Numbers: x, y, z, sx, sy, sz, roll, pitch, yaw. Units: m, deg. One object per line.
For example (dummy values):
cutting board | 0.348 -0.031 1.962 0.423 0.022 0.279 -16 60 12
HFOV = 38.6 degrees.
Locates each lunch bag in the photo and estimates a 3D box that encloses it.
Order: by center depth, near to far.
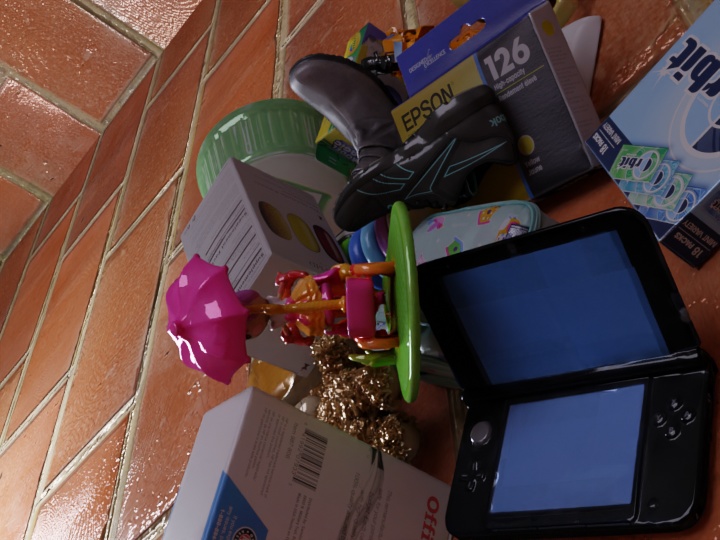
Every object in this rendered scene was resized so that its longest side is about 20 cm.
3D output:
lunch bag | 0.094 0.026 0.877 0.200 0.077 0.161 -3 58 61

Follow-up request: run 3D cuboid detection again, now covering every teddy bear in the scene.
teddy bear | -0.010 0.130 0.918 0.067 0.145 0.200 -21 17 -25

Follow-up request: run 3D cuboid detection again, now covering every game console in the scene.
game console | 0.119 0.077 0.688 0.200 0.118 0.171 -17 45 43

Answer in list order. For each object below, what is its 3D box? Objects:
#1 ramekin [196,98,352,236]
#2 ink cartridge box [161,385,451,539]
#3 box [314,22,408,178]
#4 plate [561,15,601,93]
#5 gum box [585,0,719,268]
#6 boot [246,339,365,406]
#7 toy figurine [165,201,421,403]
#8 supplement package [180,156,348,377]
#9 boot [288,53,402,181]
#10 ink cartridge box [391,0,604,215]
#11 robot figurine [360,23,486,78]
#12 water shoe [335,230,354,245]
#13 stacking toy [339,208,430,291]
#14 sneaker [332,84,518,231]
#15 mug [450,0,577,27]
ramekin | -0.097 -0.098 1.249 0.200 0.200 0.098 -46 34 24
ink cartridge box | -0.037 0.200 0.774 0.084 0.200 0.145 -32 35 49
box | 0.020 -0.185 1.216 0.048 0.117 0.200 -30 37 51
plate | 0.149 -0.149 1.036 0.199 0.032 0.200 -26 39 49
gum box | 0.272 -0.124 0.757 0.200 0.044 0.170 -49 26 21
boot | -0.065 0.098 1.099 0.201 0.071 0.144 -59 28 12
toy figurine | -0.055 0.027 0.790 0.200 0.183 0.151 -137 44 -86
supplement package | -0.093 -0.007 1.029 0.110 0.114 0.200 -55 33 18
boot | 0.005 -0.140 1.095 0.070 0.200 0.132 -47 21 43
ink cartridge box | 0.114 -0.149 0.946 0.197 0.047 0.200 -29 82 49
robot figurine | 0.081 -0.240 1.128 0.200 0.145 0.058 -139 45 -73
water shoe | -0.034 0.012 1.174 0.200 0.072 0.079 -39 6 34
stacking toy | 0.000 0.000 1.063 0.200 0.085 0.086 -34 34 37
sneaker | 0.055 -0.082 0.930 0.200 0.079 0.075 -36 -4 34
mug | 0.160 -0.338 1.110 0.153 0.149 0.187 -43 19 46
